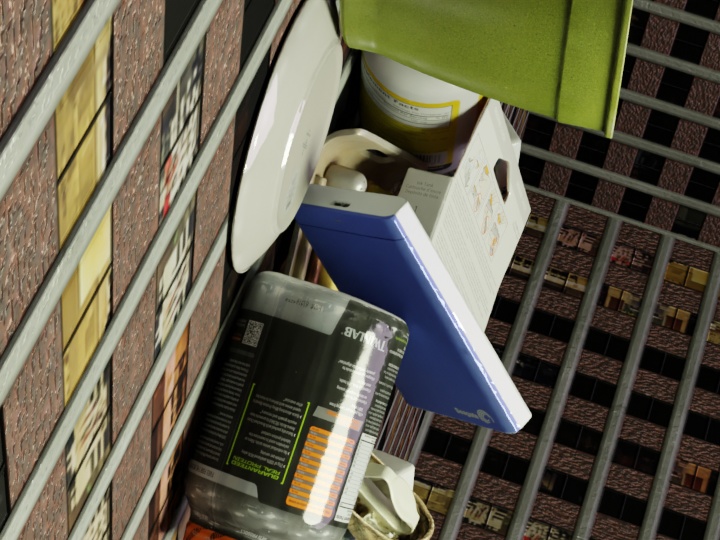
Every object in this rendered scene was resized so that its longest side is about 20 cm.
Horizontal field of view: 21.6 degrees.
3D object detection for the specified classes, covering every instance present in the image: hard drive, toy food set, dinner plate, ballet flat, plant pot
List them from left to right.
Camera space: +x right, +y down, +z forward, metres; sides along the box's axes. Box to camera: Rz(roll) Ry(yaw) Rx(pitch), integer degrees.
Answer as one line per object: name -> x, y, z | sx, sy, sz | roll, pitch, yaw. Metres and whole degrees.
dinner plate -> -0.044, -0.092, 1.270 | 0.200, 0.024, 0.202 | 19, 90, -83
ballet flat -> -0.011, 0.145, 1.433 | 0.065, 0.200, 0.071 | -16, -141, 42
toy food set -> 0.000, 0.000, 1.478 | 0.143, 0.060, 0.202 | 19, 84, -64
hard drive -> 0.034, 0.027, 1.369 | 0.025, 0.131, 0.201 | -44, 120, -23
plant pot -> 0.088, -0.201, 1.262 | 0.200, 0.191, 0.203 | 8, 90, -83

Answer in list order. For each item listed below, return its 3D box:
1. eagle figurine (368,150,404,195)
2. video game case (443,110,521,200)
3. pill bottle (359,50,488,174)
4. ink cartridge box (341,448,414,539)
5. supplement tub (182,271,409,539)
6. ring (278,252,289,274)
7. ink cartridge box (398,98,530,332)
eagle figurine -> 0.021, -0.030, 1.667 | 0.151, 0.150, 0.202 | -20, -104, 47
video game case -> 0.086, -0.118, 1.699 | 0.183, 0.022, 0.201 | 94, -25, -50
pill bottle -> 0.055, -0.166, 1.501 | 0.200, 0.110, 0.112 | 95, 15, -67
ink cartridge box -> -0.044, 0.239, 1.520 | 0.199, 0.083, 0.147 | -23, 123, -53
supplement tub -> -0.050, 0.112, 1.330 | 0.123, 0.121, 0.202 | 55, 54, -82
ring -> -0.069, 0.073, 1.515 | 0.200, 0.019, 0.202 | 19, 90, -83
ink cartridge box -> 0.078, -0.027, 1.538 | 0.200, 0.044, 0.178 | 64, 43, -59
